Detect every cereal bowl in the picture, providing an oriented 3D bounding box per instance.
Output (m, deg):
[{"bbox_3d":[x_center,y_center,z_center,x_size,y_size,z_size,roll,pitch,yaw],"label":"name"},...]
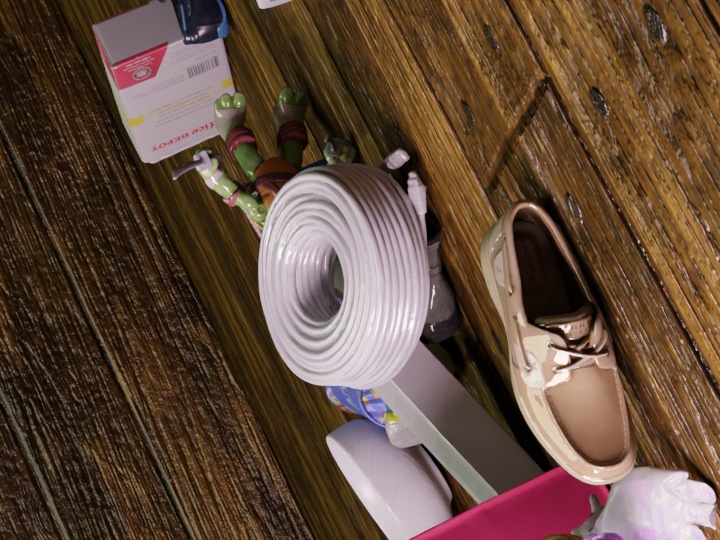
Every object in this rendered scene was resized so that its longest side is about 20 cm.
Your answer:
[{"bbox_3d":[0.048,0.252,1.985,0.200,0.083,0.200,54,171,13],"label":"cereal bowl"}]

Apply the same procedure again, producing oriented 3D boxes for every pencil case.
[{"bbox_3d":[0.014,0.130,1.921,0.087,0.078,0.200,44,171,-9],"label":"pencil case"}]

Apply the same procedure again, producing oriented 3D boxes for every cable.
[{"bbox_3d":[-0.017,0.006,1.495,0.200,0.069,0.200,-17,79,53],"label":"cable"}]

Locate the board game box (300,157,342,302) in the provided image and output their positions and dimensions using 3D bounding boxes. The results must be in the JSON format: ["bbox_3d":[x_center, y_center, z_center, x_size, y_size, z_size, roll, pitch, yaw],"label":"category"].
[{"bbox_3d":[0.000,0.000,1.794,0.152,0.045,0.200,53,163,47],"label":"board game box"}]

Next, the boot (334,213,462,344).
[{"bbox_3d":[0.020,-0.025,1.576,0.200,0.068,0.131,29,141,47],"label":"boot"}]

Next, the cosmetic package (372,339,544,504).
[{"bbox_3d":[0.094,0.150,1.536,0.200,0.051,0.083,47,167,14],"label":"cosmetic package"}]

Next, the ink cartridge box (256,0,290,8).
[{"bbox_3d":[-0.111,-0.364,1.548,0.160,0.047,0.200,88,160,-66],"label":"ink cartridge box"}]

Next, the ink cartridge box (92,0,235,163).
[{"bbox_3d":[-0.244,-0.247,2.161,0.083,0.145,0.200,60,168,31],"label":"ink cartridge box"}]

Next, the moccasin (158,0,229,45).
[{"bbox_3d":[-0.225,-0.353,2.040,0.200,0.068,0.081,59,168,33],"label":"moccasin"}]

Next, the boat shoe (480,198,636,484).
[{"bbox_3d":[0.135,0.049,1.159,0.065,0.071,0.200,111,137,-71],"label":"boat shoe"}]

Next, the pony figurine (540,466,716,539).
[{"bbox_3d":[0.164,0.216,1.180,0.193,0.200,0.167,15,124,56],"label":"pony figurine"}]

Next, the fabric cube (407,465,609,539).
[{"bbox_3d":[0.145,0.307,1.369,0.200,0.196,0.200,85,159,-56],"label":"fabric cube"}]

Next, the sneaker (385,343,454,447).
[{"bbox_3d":[0.055,0.101,1.720,0.200,0.076,0.105,101,156,-60],"label":"sneaker"}]

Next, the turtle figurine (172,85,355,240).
[{"bbox_3d":[-0.087,-0.123,1.687,0.200,0.144,0.194,48,-163,-42],"label":"turtle figurine"}]
